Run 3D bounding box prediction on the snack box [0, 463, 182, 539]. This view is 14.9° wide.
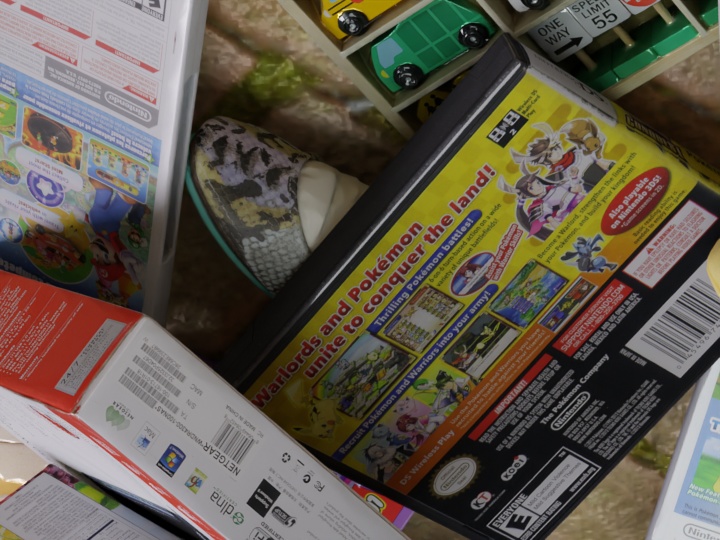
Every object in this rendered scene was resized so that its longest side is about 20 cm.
[{"bbox_3d":[-0.082,0.195,1.175,0.142,0.053,0.201,25,140,43],"label":"snack box"}]

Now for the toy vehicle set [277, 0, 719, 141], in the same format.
[{"bbox_3d":[0.079,-0.124,1.088,0.199,0.027,0.124,-30,121,28],"label":"toy vehicle set"}]

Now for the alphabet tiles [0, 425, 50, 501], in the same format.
[{"bbox_3d":[-0.223,0.091,1.225,0.194,0.015,0.202,5,94,9],"label":"alphabet tiles"}]

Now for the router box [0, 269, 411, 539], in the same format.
[{"bbox_3d":[-0.073,0.083,1.138,0.200,0.049,0.179,42,166,-27],"label":"router box"}]

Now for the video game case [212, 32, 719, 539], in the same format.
[{"bbox_3d":[0.064,0.018,1.152,0.180,0.026,0.200,29,114,-32],"label":"video game case"}]

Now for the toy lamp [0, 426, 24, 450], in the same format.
[{"bbox_3d":[-0.211,0.060,1.256,0.198,0.058,0.058,1,130,7],"label":"toy lamp"}]

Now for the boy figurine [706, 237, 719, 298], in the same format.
[{"bbox_3d":[0.241,-0.016,1.114,0.199,0.065,0.125,-6,127,-7],"label":"boy figurine"}]

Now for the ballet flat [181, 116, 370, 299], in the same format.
[{"bbox_3d":[0.000,0.000,1.173,0.072,0.072,0.201,-19,132,21],"label":"ballet flat"}]

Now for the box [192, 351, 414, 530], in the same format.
[{"bbox_3d":[-0.072,0.135,1.313,0.136,0.039,0.200,23,128,-12],"label":"box"}]

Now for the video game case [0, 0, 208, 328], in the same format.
[{"bbox_3d":[-0.133,-0.070,1.126,0.143,0.018,0.201,26,132,17],"label":"video game case"}]

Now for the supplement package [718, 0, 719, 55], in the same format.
[{"bbox_3d":[0.207,-0.048,1.006,0.117,0.117,0.202,-5,99,-18],"label":"supplement package"}]

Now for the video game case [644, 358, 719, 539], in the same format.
[{"bbox_3d":[0.230,0.122,1.218,0.199,0.022,0.183,18,109,6],"label":"video game case"}]
